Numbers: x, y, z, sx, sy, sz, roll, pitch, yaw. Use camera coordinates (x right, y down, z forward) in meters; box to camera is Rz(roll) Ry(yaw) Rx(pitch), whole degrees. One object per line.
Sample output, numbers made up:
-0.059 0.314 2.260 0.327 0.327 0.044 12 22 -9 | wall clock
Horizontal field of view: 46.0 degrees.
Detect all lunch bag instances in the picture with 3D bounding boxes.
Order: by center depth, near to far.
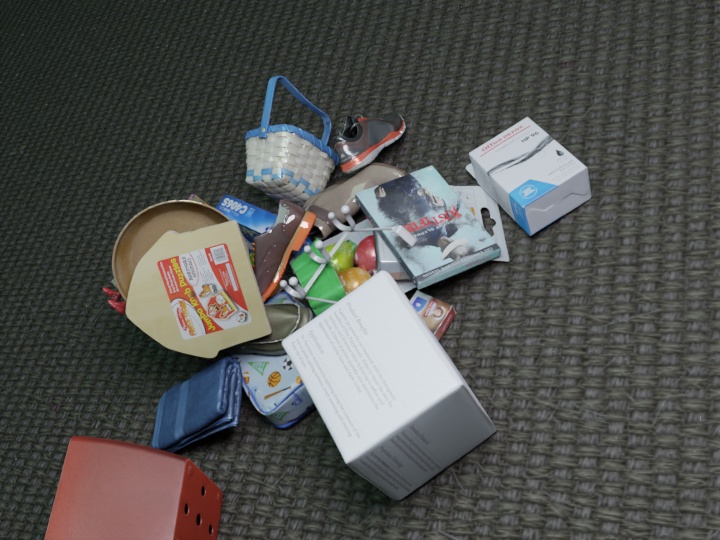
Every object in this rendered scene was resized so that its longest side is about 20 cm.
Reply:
-0.125 0.139 1.330 0.160 0.076 0.200 -41 47 2 | lunch bag

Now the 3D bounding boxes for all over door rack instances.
-0.029 -0.018 1.239 0.148 0.067 0.200 -55 32 -13 | over door rack

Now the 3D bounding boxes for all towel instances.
-0.257 0.216 1.335 0.200 0.048 0.112 -32 44 39 | towel

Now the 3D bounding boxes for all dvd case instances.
0.099 -0.071 1.288 0.145 0.022 0.200 -21 55 -18 | dvd case

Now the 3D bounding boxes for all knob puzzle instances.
-0.248 0.034 1.246 0.219 0.220 0.030 -30 13 9 | knob puzzle

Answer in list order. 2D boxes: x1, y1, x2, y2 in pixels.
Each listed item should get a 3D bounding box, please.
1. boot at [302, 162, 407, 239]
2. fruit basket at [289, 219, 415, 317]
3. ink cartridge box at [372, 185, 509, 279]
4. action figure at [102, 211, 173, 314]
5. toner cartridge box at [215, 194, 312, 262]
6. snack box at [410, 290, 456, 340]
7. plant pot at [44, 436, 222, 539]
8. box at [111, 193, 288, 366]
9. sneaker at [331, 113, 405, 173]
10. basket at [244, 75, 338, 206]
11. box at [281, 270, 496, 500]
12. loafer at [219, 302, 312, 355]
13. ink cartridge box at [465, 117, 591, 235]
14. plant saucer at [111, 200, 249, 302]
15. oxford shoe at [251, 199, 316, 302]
-0.023 -0.109 1.432 0.146 0.070 0.199 -46 23 -29 | boot
0.000 0.000 1.361 0.199 0.094 0.186 -24 46 -6 | fruit basket
0.120 -0.062 1.327 0.199 0.050 0.163 1 51 -6 | ink cartridge box
-0.323 -0.035 1.299 0.200 0.099 0.065 -41 41 -4 | action figure
-0.166 -0.067 1.493 0.199 0.095 0.043 23 73 42 | toner cartridge box
0.060 0.126 1.254 0.072 0.024 0.200 23 72 39 | snack box
-0.308 0.361 1.208 0.175 0.200 0.201 -7 53 14 | plant pot
-0.266 0.020 1.422 0.200 0.193 0.122 -49 46 -8 | box
0.014 -0.245 1.477 0.077 0.082 0.200 -23 17 36 | sneaker
-0.125 -0.226 1.529 0.138 0.176 0.201 3 70 37 | basket
0.040 0.153 1.108 0.171 0.200 0.199 -35 55 3 | box
-0.164 0.087 1.292 0.199 0.070 0.076 -12 56 28 | loafer
0.249 -0.158 1.309 0.116 0.068 0.200 -31 45 -4 | ink cartridge box
-0.265 -0.014 1.261 0.200 0.201 0.035 -35 25 4 | plant saucer
-0.150 -0.020 1.366 0.201 0.072 0.071 -59 9 2 | oxford shoe
